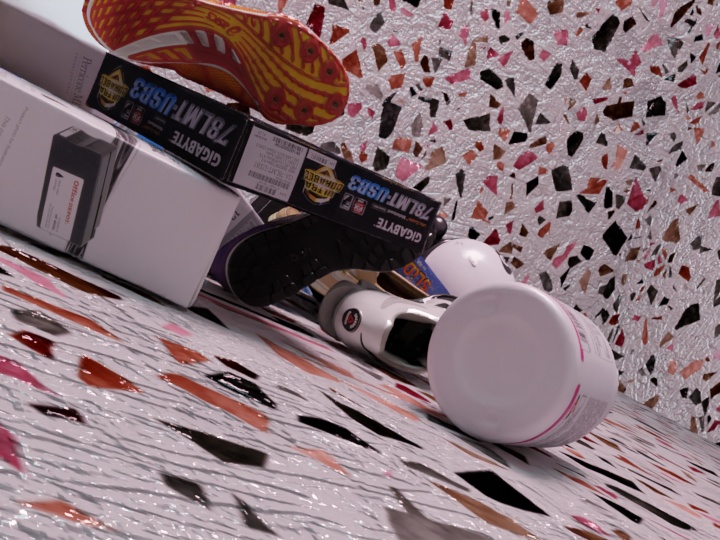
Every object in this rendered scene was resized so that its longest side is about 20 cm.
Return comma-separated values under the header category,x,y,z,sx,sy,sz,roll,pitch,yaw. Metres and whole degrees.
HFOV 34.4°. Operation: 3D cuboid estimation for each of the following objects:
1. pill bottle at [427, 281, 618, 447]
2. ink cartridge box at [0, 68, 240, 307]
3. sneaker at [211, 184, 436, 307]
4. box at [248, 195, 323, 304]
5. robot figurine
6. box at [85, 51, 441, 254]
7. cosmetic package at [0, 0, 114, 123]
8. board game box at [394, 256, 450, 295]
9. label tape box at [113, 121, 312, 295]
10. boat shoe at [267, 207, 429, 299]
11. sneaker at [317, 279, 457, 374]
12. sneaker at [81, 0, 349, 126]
category,x,y,z,sx,sy,sz,roll,pitch,yaw
pill bottle,0.134,0.078,0.898,0.112,0.115,0.200,27,2,25
ink cartridge box,-0.193,-0.064,0.772,0.198,0.085,0.144,27,3,-20
sneaker,-0.034,-0.031,0.996,0.197,0.077,0.087,-15,13,-21
box,-0.055,-0.030,1.245,0.141,0.079,0.200,48,-2,-10
robot figurine,0.098,0.026,1.329,0.149,0.126,0.200,31,-12,-16
box,-0.072,-0.085,0.856,0.197,0.050,0.199,21,5,-46
cosmetic package,-0.321,-0.212,1.091,0.198,0.124,0.200,25,-40,-7
board game box,0.013,-0.041,1.236,0.136,0.034,0.200,51,-2,-22
label tape box,-0.144,-0.049,1.068,0.201,0.066,0.143,57,-14,-29
boat shoe,0.000,0.000,1.110,0.199,0.066,0.074,40,22,-17
sneaker,0.059,0.063,1.020,0.198,0.075,0.088,9,15,-44
sneaker,-0.096,-0.159,0.815,0.198,0.074,0.077,21,9,-23
